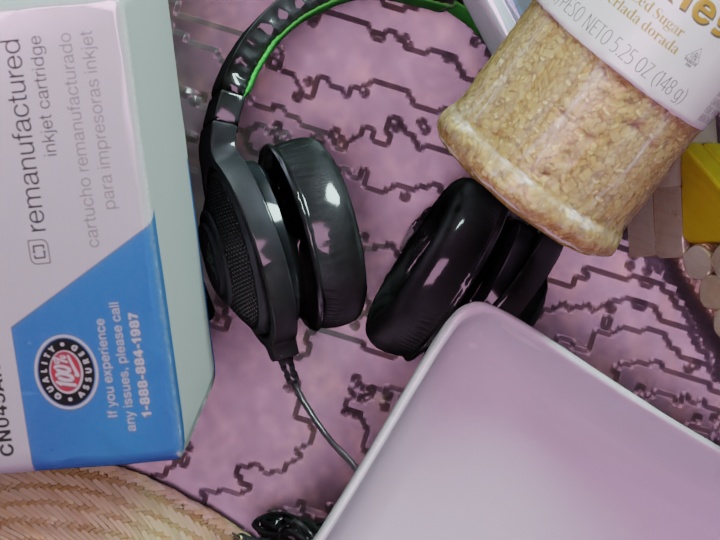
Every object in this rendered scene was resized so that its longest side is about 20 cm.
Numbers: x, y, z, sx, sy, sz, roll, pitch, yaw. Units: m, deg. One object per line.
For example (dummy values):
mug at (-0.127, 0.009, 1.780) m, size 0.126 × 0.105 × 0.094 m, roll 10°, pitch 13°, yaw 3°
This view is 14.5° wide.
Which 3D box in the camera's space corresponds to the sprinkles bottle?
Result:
sprinkles bottle at (0.106, -0.100, 0.826) m, size 0.068 × 0.068 × 0.200 m, roll 37°, pitch 102°, yaw -1°

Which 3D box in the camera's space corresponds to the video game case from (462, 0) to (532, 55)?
video game case at (0.091, -0.165, 0.901) m, size 0.181 × 0.023 × 0.201 m, roll -29°, pitch 94°, yaw -14°

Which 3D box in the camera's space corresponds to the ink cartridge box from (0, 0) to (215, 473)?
ink cartridge box at (-0.154, -0.013, 0.865) m, size 0.199 × 0.084 × 0.145 m, roll -5°, pitch 105°, yaw 6°

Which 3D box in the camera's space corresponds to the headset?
headset at (0.000, 0.000, 0.930) m, size 0.123 × 0.094 × 0.201 m, roll 12°, pitch 83°, yaw -11°

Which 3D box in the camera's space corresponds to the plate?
plate at (0.048, 0.128, 0.917) m, size 0.200 × 0.032 × 0.200 m, roll 30°, pitch 95°, yaw -30°

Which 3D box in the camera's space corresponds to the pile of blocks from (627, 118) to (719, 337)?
pile of blocks at (0.161, 0.019, 0.892) m, size 0.082 × 0.062 × 0.200 m, roll -49°, pitch 62°, yaw 32°

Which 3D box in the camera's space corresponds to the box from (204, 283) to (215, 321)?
box at (-0.168, -0.023, 0.943) m, size 0.199 × 0.044 × 0.161 m, roll -20°, pitch 94°, yaw 4°

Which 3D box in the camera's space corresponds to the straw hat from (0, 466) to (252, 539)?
straw hat at (-0.105, 0.160, 0.935) m, size 0.200 × 0.085 × 0.202 m, roll 0°, pitch 95°, yaw 3°
